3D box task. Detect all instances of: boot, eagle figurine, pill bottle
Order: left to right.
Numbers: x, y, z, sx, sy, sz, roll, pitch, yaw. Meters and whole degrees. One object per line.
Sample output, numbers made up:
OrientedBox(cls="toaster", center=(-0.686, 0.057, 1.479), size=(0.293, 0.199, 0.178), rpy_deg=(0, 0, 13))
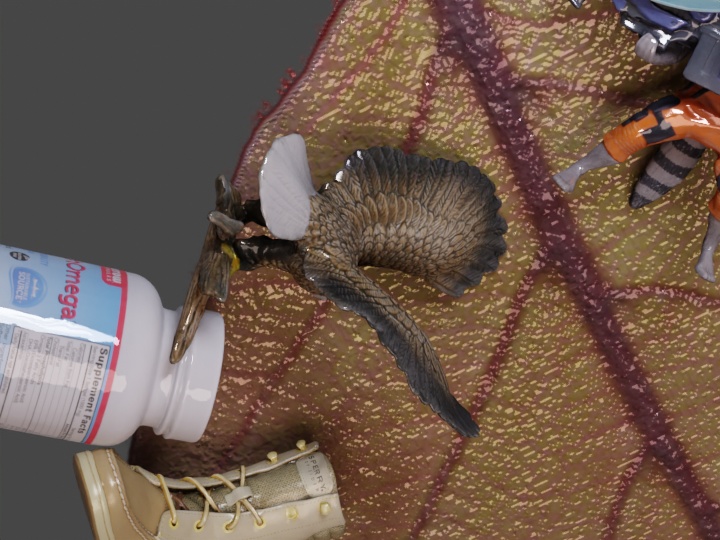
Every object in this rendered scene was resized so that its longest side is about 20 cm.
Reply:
OrientedBox(cls="pill bottle", center=(-0.189, 0.046, 1.222), size=(0.198, 0.109, 0.110), rpy_deg=(12, 118, -15))
OrientedBox(cls="boot", center=(-0.092, 0.149, 1.286), size=(0.154, 0.073, 0.200), rpy_deg=(-19, 149, 2))
OrientedBox(cls="eagle figurine", center=(0.000, 0.000, 1.215), size=(0.198, 0.151, 0.153), rpy_deg=(16, 105, -4))

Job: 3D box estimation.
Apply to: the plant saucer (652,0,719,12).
OrientedBox(cls="plant saucer", center=(0.198, -0.245, 1.112), size=(0.198, 0.027, 0.202), rpy_deg=(7, 116, 14))

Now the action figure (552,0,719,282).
OrientedBox(cls="action figure", center=(0.195, -0.121, 1.207), size=(0.199, 0.105, 0.194), rpy_deg=(35, 107, 8))
